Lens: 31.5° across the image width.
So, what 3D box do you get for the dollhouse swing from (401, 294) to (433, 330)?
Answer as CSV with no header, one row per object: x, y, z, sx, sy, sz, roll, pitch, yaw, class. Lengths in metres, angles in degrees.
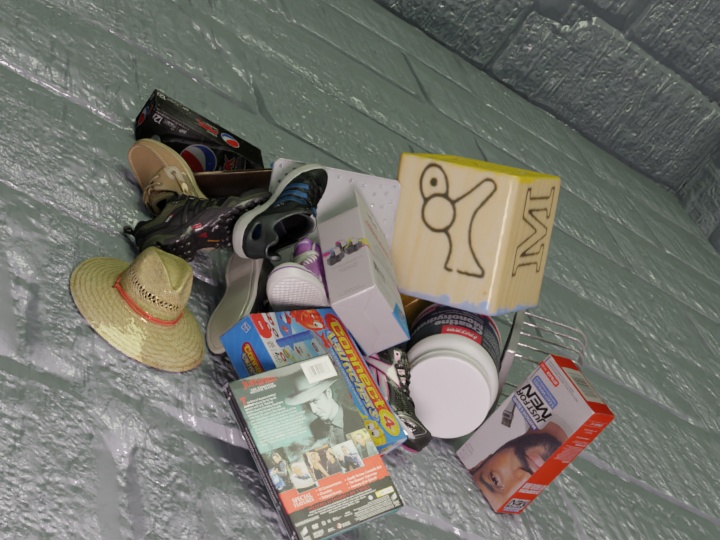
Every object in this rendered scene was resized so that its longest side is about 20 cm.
0.114,-0.022,2.069,0.181,0.176,0.201,23,27,-37,dollhouse swing

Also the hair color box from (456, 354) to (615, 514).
0.236,0.224,1.736,0.064,0.200,0.111,15,31,-48,hair color box

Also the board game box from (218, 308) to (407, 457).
-0.055,0.146,1.560,0.195,0.056,0.201,-3,59,-59,board game box

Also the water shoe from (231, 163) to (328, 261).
-0.085,-0.069,1.664,0.078,0.072,0.200,17,42,28,water shoe

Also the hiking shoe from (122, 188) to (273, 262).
-0.209,-0.074,1.673,0.199,0.076,0.101,-24,52,-25,hiking shoe

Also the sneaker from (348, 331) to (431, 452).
0.036,0.144,1.688,0.200,0.086,0.080,50,-11,25,sneaker

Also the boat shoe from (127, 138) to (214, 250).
-0.264,-0.107,1.759,0.200,0.071,0.064,47,30,20,boat shoe

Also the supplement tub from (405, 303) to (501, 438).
0.129,0.138,1.819,0.140,0.141,0.200,37,21,-6,supplement tub

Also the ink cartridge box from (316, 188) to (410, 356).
0.000,0.000,1.704,0.201,0.067,0.115,-101,164,-47,ink cartridge box

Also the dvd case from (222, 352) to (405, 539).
-0.052,0.198,1.426,0.145,0.022,0.201,-15,69,-36,dvd case

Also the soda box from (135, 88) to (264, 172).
-0.248,-0.195,1.972,0.199,0.063,0.071,28,24,-25,soda box

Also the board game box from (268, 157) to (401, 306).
-0.050,-0.042,1.776,0.199,0.202,0.026,8,3,-28,board game box

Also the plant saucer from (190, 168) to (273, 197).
-0.182,-0.128,1.861,0.199,0.037,0.200,-4,5,0,plant saucer

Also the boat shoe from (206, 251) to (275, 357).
-0.147,0.045,1.638,0.060,0.074,0.201,50,26,-29,boat shoe

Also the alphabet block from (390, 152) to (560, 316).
0.162,-0.057,1.870,0.194,0.202,0.196,15,10,25,alphabet block

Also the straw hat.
-0.243,0.020,1.519,0.200,0.085,0.201,34,21,-15,straw hat

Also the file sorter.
0.268,0.165,1.947,0.124,0.140,0.200,19,20,6,file sorter

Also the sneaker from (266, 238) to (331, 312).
-0.081,0.004,1.667,0.200,0.072,0.115,47,25,-66,sneaker
